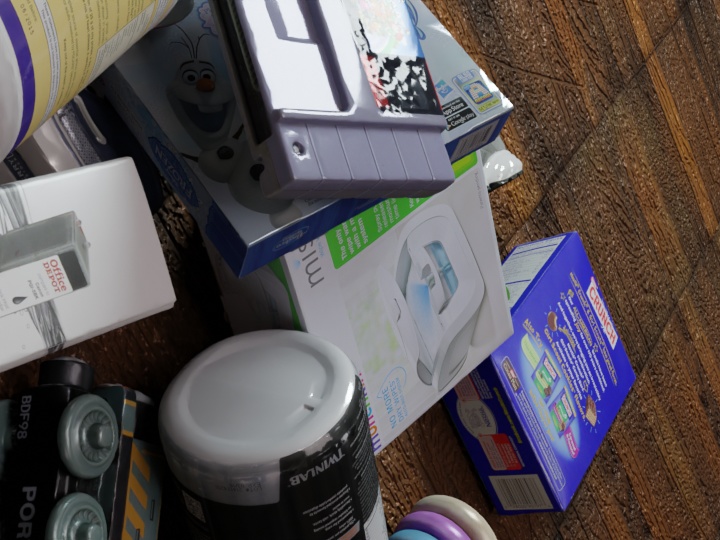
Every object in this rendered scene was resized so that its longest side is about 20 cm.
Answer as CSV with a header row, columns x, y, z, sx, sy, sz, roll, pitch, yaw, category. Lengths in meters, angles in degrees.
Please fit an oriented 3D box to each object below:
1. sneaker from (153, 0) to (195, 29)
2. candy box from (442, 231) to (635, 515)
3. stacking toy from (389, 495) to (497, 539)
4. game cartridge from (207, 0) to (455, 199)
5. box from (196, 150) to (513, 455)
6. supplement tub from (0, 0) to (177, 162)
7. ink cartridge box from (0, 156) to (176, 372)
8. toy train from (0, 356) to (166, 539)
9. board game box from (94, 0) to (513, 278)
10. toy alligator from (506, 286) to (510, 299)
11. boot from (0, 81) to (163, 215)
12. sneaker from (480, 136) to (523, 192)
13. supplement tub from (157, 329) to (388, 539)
x,y,z,sx,sy,sz,roll,pitch,yaw,category
-0.127,-0.239,0.714,0.073,0.088,0.201,-1,58,-13,sneaker
0.159,0.089,1.100,0.200,0.077,0.170,-46,117,-45,candy box
0.018,0.250,0.895,0.200,0.085,0.086,-34,110,-42,stacking toy
-0.022,-0.135,0.669,0.129,0.038,0.201,-6,73,-41,game cartridge
0.000,0.000,0.833,0.176,0.096,0.201,-37,129,-30,box
-0.164,-0.146,0.556,0.146,0.145,0.200,60,42,-24,supplement tub
-0.212,0.014,0.588,0.200,0.146,0.083,-23,99,-52,ink cartridge box
-0.159,0.153,0.687,0.114,0.085,0.201,34,53,-59,toy train
-0.045,-0.121,0.741,0.200,0.043,0.199,-29,72,-27,board game box
0.034,-0.004,0.983,0.200,0.059,0.054,28,95,-27,toy alligator
-0.189,-0.094,0.715,0.201,0.072,0.090,64,27,-23,boot
0.073,-0.089,1.029,0.080,0.074,0.200,62,25,-3,sneaker
-0.047,0.147,0.759,0.123,0.122,0.201,-51,144,-43,supplement tub
